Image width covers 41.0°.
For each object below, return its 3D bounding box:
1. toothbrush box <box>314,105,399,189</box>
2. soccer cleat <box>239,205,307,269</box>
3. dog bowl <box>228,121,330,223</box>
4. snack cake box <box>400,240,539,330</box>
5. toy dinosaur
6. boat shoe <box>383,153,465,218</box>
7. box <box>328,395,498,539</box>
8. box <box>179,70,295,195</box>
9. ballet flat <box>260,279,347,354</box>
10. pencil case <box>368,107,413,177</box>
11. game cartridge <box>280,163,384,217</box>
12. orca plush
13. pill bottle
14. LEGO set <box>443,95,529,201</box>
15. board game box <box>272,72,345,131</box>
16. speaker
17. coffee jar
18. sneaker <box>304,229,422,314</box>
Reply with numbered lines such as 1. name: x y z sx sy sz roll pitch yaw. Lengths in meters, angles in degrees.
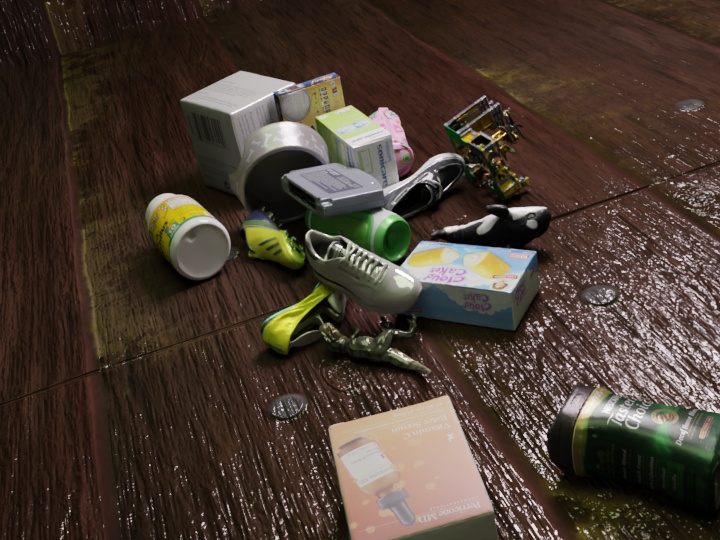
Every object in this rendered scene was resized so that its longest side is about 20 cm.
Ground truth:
1. toothbrush box: -0.005 -0.208 1.823 0.085 0.148 0.200 -20 31 -16
2. soccer cleat: -0.157 -0.042 1.703 0.084 0.065 0.200 -46 39 1
3. dog bowl: -0.143 -0.172 1.774 0.196 0.203 0.059 -16 44 -7
4. snack cake box: 0.159 0.020 1.456 0.196 0.068 0.115 6 34 30
5. toy dinosaur: 0.036 0.103 1.387 0.197 0.048 0.088 13 45 33
6. boat shoe: 0.119 -0.149 1.753 0.197 0.073 0.068 -27 31 -20
7. box: 0.056 0.253 1.056 0.149 0.108 0.201 -14 29 -4
8. box: -0.229 -0.276 1.968 0.170 0.203 0.197 -33 35 -30
9. ballet flat: -0.065 0.064 1.480 0.067 0.068 0.199 37 55 27
10. pencil case: 0.055 -0.260 1.953 0.085 0.089 0.201 -11 30 1
11. game cartridge: -0.043 -0.141 1.659 0.131 0.042 0.200 -17 25 -20
12. orca plush: 0.210 -0.051 1.557 0.195 0.106 0.073 -2 62 11
13. pill bottle: -0.319 -0.070 1.737 0.111 0.115 0.199 -24 32 -20
14. LEGO set: 0.251 -0.231 1.762 0.115 0.155 0.200 -35 26 -6
15. board game box: -0.088 -0.273 1.908 0.133 0.204 0.035 -20 30 -16
16. speaker: -0.006 -0.075 1.658 0.088 0.090 0.198 -32 35 -32
17. coffee jar: 0.314 0.194 1.084 0.197 0.087 0.104 9 35 33
18. sneaker: 0.000 0.000 1.424 0.197 0.081 0.077 19 61 26
